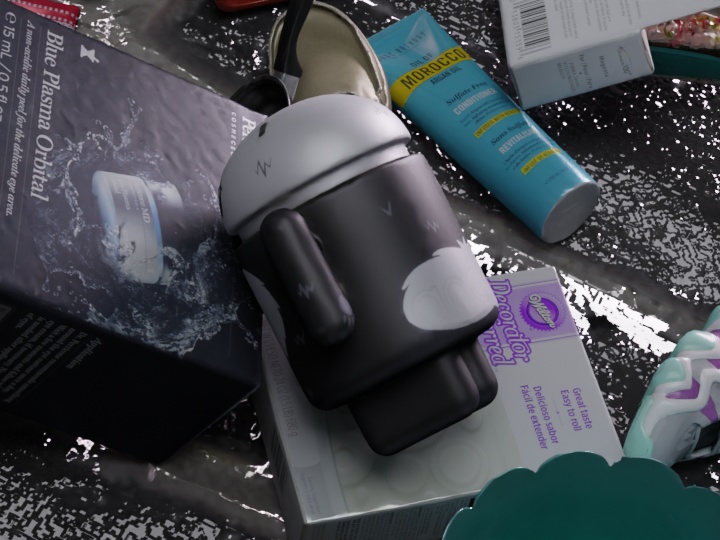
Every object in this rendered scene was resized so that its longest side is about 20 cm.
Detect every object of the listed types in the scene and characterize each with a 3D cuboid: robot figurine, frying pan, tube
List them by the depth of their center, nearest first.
[{"bbox_3d":[-0.001,0.001,1.218,0.124,0.150,0.201,-26,87,-20],"label":"robot figurine"},{"bbox_3d":[-0.065,-0.102,1.370,0.031,0.115,0.192,25,67,-30],"label":"frying pan"},{"bbox_3d":[0.075,-0.099,1.435,0.077,0.051,0.200,-27,57,-30],"label":"tube"}]

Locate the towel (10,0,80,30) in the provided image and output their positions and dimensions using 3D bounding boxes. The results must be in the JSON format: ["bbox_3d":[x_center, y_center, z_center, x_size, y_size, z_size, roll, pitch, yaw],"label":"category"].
[{"bbox_3d":[-0.277,-0.115,1.406,0.143,0.023,0.201,14,55,1],"label":"towel"}]

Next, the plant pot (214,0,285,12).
[{"bbox_3d":[-0.032,-0.327,1.491,0.198,0.201,0.177,-13,47,-16],"label":"plant pot"}]

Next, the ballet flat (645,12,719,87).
[{"bbox_3d":[0.261,-0.156,1.475,0.198,0.076,0.064,14,69,0],"label":"ballet flat"}]

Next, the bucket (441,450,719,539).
[{"bbox_3d":[0.126,0.216,1.168,0.205,0.135,0.209,4,56,-6],"label":"bucket"}]

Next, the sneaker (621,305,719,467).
[{"bbox_3d":[0.255,0.084,1.311,0.139,0.078,0.200,35,59,16],"label":"sneaker"}]

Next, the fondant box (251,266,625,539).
[{"bbox_3d":[0.041,0.084,1.293,0.198,0.058,0.145,-9,57,-15],"label":"fondant box"}]

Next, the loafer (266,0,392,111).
[{"bbox_3d":[-0.015,-0.101,1.395,0.075,0.068,0.201,-18,59,3],"label":"loafer"}]

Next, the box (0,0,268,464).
[{"bbox_3d":[-0.165,-0.022,1.256,0.199,0.117,0.198,22,50,-29],"label":"box"}]

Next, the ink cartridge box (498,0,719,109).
[{"bbox_3d":[0.177,-0.208,1.460,0.172,0.044,0.201,-14,43,11],"label":"ink cartridge box"}]
